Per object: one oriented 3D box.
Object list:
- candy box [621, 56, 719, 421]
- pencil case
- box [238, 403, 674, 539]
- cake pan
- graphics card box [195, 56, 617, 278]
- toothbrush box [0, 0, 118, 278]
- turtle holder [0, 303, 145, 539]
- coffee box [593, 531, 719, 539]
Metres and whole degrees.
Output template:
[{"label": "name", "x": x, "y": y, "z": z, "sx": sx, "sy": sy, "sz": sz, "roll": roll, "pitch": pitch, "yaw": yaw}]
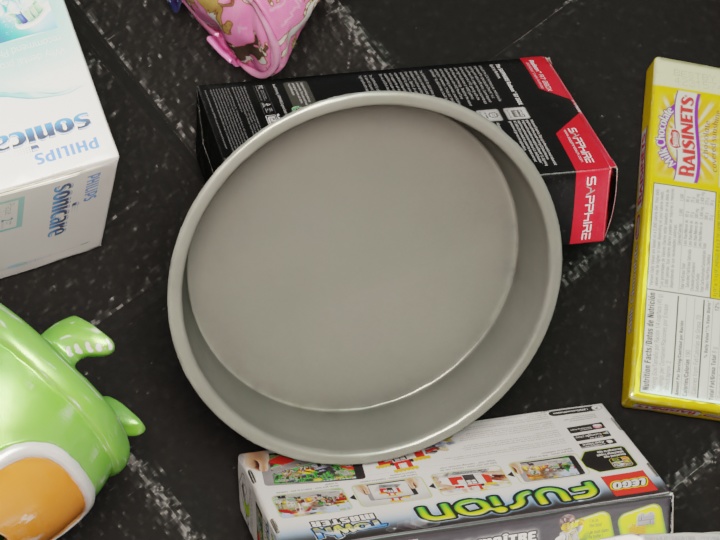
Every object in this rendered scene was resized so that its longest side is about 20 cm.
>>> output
[{"label": "candy box", "x": 0.201, "y": -0.015, "z": 1.374, "sx": 0.102, "sy": 0.026, "sz": 0.201, "roll": 9, "pitch": 71, "yaw": -5}, {"label": "pencil case", "x": -0.018, "y": -0.199, "z": 1.356, "sx": 0.200, "sy": 0.086, "sz": 0.083, "roll": -52, "pitch": 130, "yaw": -21}, {"label": "box", "x": 0.046, "y": 0.117, "z": 1.261, "sx": 0.199, "sy": 0.110, "sz": 0.035, "roll": -7, "pitch": 114, "yaw": -12}, {"label": "cake pan", "x": 0.000, "y": 0.000, "z": 1.235, "sx": 0.199, "sy": 0.037, "sz": 0.201, "roll": -6, "pitch": 115, "yaw": -13}, {"label": "graphics card box", "x": 0.020, "y": -0.057, "z": 1.308, "sx": 0.199, "sy": 0.051, "sz": 0.126, "roll": -5, "pitch": 35, "yaw": -13}, {"label": "toothbrush box", "x": -0.195, "y": -0.111, "z": 1.268, "sx": 0.085, "sy": 0.146, "sz": 0.201, "roll": -18, "pitch": 78, "yaw": -15}, {"label": "turtle holder", "x": -0.208, "y": 0.064, "z": 1.212, "sx": 0.185, "sy": 0.141, "sz": 0.132, "roll": 39, "pitch": 71, "yaw": 2}, {"label": "coffee box", "x": 0.097, "y": 0.233, "z": 1.137, "sx": 0.199, "sy": 0.200, "sz": 0.199, "roll": -15, "pitch": 78, "yaw": 28}]
